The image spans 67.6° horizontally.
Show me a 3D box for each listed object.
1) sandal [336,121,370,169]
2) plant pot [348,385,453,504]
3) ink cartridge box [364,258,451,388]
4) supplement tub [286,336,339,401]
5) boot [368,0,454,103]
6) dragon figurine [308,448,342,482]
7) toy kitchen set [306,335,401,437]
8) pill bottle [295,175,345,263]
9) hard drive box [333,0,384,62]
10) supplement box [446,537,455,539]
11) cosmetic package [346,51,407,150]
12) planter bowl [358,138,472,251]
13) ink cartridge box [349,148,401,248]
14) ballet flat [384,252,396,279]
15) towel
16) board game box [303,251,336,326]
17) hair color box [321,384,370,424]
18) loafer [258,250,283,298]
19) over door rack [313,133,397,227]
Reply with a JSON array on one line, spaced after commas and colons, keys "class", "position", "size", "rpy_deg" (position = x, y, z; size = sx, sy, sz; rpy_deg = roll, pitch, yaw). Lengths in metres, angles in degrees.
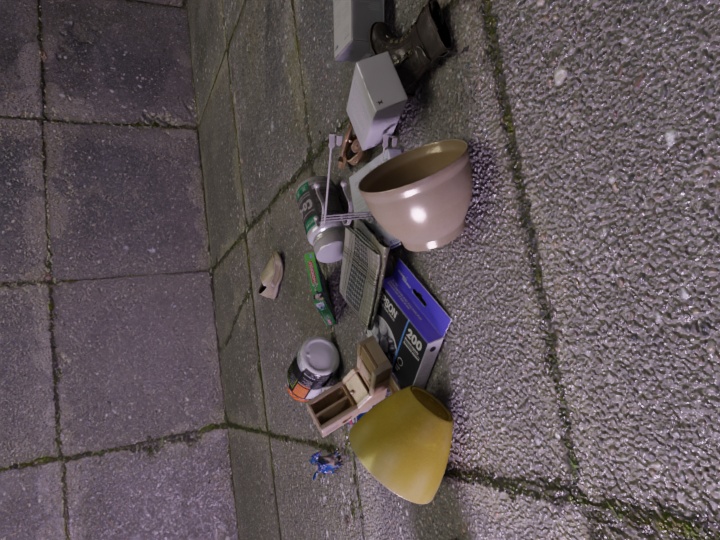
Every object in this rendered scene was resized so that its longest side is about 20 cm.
[{"class": "sandal", "position": [-0.009, -0.282, 1.264], "size": [0.212, 0.068, 0.080], "rpy_deg": [139, 151, -80]}, {"class": "plant pot", "position": [0.096, 0.307, 1.017], "size": [0.144, 0.198, 0.200], "rpy_deg": [-56, 37, 8]}, {"class": "ink cartridge box", "position": [0.090, 0.115, 1.113], "size": [0.199, 0.042, 0.204], "rpy_deg": [51, 136, 41]}, {"class": "supplement tub", "position": [-0.141, 0.286, 1.525], "size": [0.201, 0.120, 0.125], "rpy_deg": [-58, 44, 49]}, {"class": "boot", "position": [0.099, -0.442, 1.022], "size": [0.174, 0.068, 0.204], "rpy_deg": [-45, 64, 55]}, {"class": "dragon figurine", "position": [-0.113, 0.556, 1.527], "size": [0.201, 0.097, 0.060], "rpy_deg": [-58, 44, 49]}, {"class": "toy kitchen set", "position": [-0.005, 0.286, 1.153], "size": [0.165, 0.177, 0.202], "rpy_deg": [55, 160, 26]}, {"class": "pill bottle", "position": [-0.093, -0.131, 1.385], "size": [0.114, 0.110, 0.204], "rpy_deg": [-56, 45, 50]}, {"class": "hard drive box", "position": [-0.007, -0.579, 1.168], "size": [0.156, 0.075, 0.206], "rpy_deg": [-159, 68, -72]}, {"class": "supplement box", "position": [0.149, 0.632, 1.014], "size": [0.101, 0.101, 0.205], "rpy_deg": [40, 127, 53]}, {"class": "cosmetic package", "position": [0.028, -0.332, 1.077], "size": [0.200, 0.070, 0.104], "rpy_deg": [132, 116, -80]}, {"class": "planter bowl", "position": [0.109, -0.121, 0.931], "size": [0.199, 0.198, 0.137], "rpy_deg": [25, 143, 60]}, {"class": "ink cartridge box", "position": [0.043, -0.139, 1.191], "size": [0.198, 0.040, 0.206], "rpy_deg": [-18, 78, 62]}, {"class": "ballet flat", "position": [0.043, 0.045, 1.213], "size": [0.047, 0.066, 0.204], "rpy_deg": [-56, -19, -55]}, {"class": "towel", "position": [0.000, 0.000, 1.190], "size": [0.193, 0.034, 0.205], "rpy_deg": [-130, 46, -58]}, {"class": "board game box", "position": [-0.105, 0.055, 1.425], "size": [0.201, 0.028, 0.138], "rpy_deg": [75, 179, -67]}, {"class": "hair color box", "position": [-0.034, 0.342, 1.385], "size": [0.199, 0.059, 0.103], "rpy_deg": [-31, 65, 61]}, {"class": "loafer", "position": [-0.320, 0.022, 1.904], "size": [0.076, 0.067, 0.204], "rpy_deg": [57, 141, 44]}, {"class": "over door rack", "position": [-0.017, -0.190, 1.102], "size": [0.067, 0.145, 0.204], "rpy_deg": [47, 135, 41]}]
